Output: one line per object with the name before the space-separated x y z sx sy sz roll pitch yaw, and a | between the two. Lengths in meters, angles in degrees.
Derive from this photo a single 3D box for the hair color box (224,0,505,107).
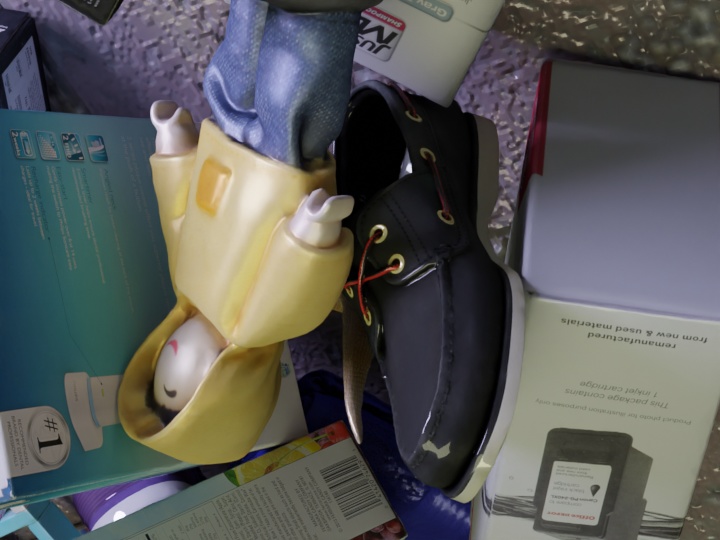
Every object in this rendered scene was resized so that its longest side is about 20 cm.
hair color box | 0.032 -0.165 0.656 0.098 0.061 0.201 25 133 -4

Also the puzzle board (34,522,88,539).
puzzle board | -0.131 0.207 1.074 0.199 0.017 0.151 -22 120 33

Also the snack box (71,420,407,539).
snack box | -0.094 0.161 0.810 0.068 0.199 0.169 57 152 19

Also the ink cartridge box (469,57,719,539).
ink cartridge box | 0.097 0.039 0.754 0.083 0.146 0.201 7 133 2

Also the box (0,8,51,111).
box | -0.218 -0.037 0.862 0.160 0.049 0.201 11 133 15

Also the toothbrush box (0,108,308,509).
toothbrush box | -0.119 0.017 0.745 0.085 0.200 0.148 -17 84 31

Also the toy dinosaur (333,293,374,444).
toy dinosaur | 0.000 0.000 0.755 0.101 0.200 0.058 34 105 3

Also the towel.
towel | 0.039 0.120 0.904 0.199 0.050 0.148 30 157 -9

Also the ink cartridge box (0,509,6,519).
ink cartridge box | -0.222 0.097 0.812 0.117 0.201 0.067 38 134 -16

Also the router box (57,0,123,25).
router box | -0.042 -0.196 0.591 0.051 0.150 0.200 30 133 -10

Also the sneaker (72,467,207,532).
sneaker | -0.097 0.118 0.930 0.075 0.088 0.200 -31 153 -4

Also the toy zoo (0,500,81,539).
toy zoo | -0.224 0.154 1.042 0.131 0.020 0.200 -25 111 34

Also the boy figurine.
boy figurine | -0.047 -0.024 0.673 0.064 0.124 0.201 -2 117 -37

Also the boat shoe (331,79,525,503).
boat shoe | 0.019 0.003 0.674 0.063 0.202 0.074 18 127 -18
